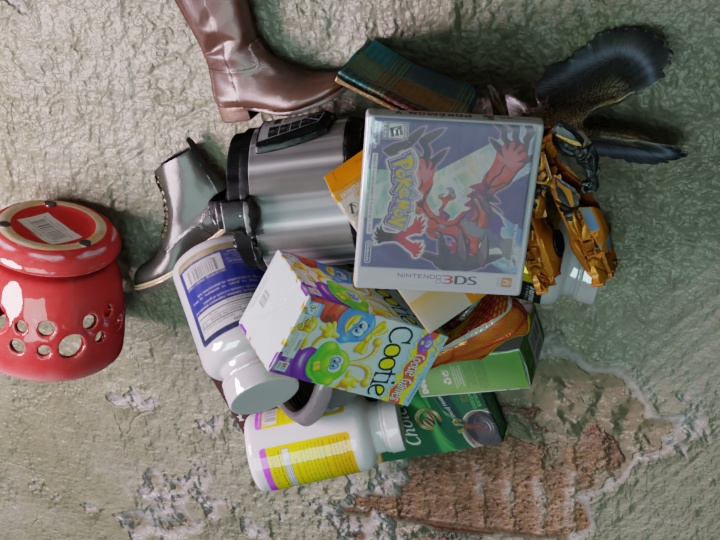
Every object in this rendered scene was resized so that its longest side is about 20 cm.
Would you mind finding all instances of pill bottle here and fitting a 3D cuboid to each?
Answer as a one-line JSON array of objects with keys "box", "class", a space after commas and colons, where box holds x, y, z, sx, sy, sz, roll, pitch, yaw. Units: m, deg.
[{"box": [-0.044, 0.218, 1.832, 0.199, 0.104, 0.105, -12, 119, 6], "class": "pill bottle"}, {"box": [-0.149, 0.069, 1.741, 0.119, 0.201, 0.120, -18, 154, -9], "class": "pill bottle"}, {"box": [0.187, -0.024, 1.660, 0.199, 0.113, 0.113, 14, 126, 10], "class": "pill bottle"}]

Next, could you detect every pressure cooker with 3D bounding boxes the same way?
[{"box": [-0.079, -0.086, 1.654, 0.199, 0.180, 0.176, -6, 151, 11], "class": "pressure cooker"}]

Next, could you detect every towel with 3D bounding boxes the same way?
[{"box": [0.054, -0.201, 1.539, 0.146, 0.200, 0.022, 26, 110, 1], "class": "towel"}]

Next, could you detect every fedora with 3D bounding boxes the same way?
[{"box": [-0.048, 0.094, 1.780, 0.090, 0.201, 0.177, 0, 162, -29], "class": "fedora"}]

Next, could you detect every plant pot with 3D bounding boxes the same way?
[{"box": [-0.401, 0.018, 1.840, 0.199, 0.201, 0.183, 15, 117, 8], "class": "plant pot"}]

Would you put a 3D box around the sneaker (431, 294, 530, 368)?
[{"box": [0.113, 0.089, 1.681, 0.199, 0.073, 0.077, -23, 134, 34], "class": "sneaker"}]

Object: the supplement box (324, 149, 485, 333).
[{"box": [0.067, -0.050, 1.543, 0.126, 0.074, 0.200, -35, 111, 4], "class": "supplement box"}]

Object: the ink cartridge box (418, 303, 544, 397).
[{"box": [0.122, 0.103, 1.771, 0.199, 0.104, 0.060, -8, 119, 23], "class": "ink cartridge box"}]

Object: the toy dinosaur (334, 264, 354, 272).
[{"box": [0.000, 0.000, 1.780, 0.199, 0.048, 0.088, 20, 143, 6], "class": "toy dinosaur"}]

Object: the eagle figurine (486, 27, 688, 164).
[{"box": [0.248, -0.165, 1.559, 0.199, 0.152, 0.152, -21, 162, -3], "class": "eagle figurine"}]

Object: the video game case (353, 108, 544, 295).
[{"box": [0.089, -0.068, 1.469, 0.181, 0.023, 0.201, 3, 118, -3], "class": "video game case"}]

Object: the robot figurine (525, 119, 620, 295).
[{"box": [0.200, -0.071, 1.521, 0.144, 0.058, 0.201, -10, 122, 32], "class": "robot figurine"}]

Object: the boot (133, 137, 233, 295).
[{"box": [-0.242, -0.069, 1.807, 0.199, 0.078, 0.139, -33, 103, 19], "class": "boot"}]

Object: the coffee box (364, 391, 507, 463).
[{"box": [0.083, 0.188, 1.877, 0.199, 0.044, 0.123, -11, 118, 24], "class": "coffee box"}]

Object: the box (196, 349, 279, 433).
[{"box": [-0.127, 0.159, 1.912, 0.100, 0.075, 0.201, -16, 114, 26], "class": "box"}]

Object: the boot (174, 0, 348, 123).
[{"box": [-0.118, -0.278, 1.632, 0.185, 0.064, 0.201, -9, 114, 21], "class": "boot"}]

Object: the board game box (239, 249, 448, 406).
[{"box": [-0.019, 0.068, 1.613, 0.199, 0.103, 0.105, 17, 111, -34], "class": "board game box"}]
